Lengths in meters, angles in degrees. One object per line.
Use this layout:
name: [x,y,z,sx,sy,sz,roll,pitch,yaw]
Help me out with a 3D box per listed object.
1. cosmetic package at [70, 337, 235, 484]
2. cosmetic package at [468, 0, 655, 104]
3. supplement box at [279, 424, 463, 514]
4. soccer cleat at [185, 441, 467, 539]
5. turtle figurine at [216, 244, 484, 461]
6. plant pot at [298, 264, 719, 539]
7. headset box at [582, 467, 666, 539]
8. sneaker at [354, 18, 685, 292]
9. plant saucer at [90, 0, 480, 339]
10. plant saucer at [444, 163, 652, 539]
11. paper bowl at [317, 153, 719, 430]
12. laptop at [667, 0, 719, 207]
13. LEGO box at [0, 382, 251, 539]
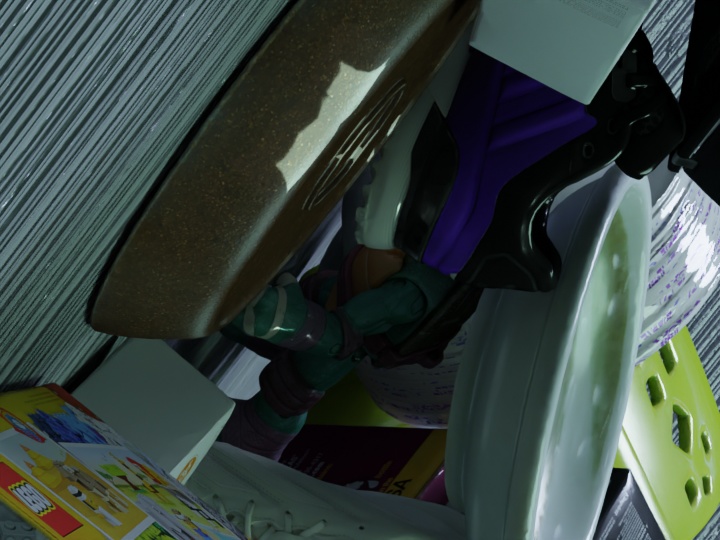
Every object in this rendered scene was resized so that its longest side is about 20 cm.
cosmetic package: [-0.120,0.112,0.898,0.083,0.051,0.200,-50,176,-46]
cosmetic package: [0.101,-0.159,0.732,0.201,0.052,0.151,-63,180,-5]
supplement box: [-0.026,0.154,1.181,0.199,0.131,0.103,-2,-145,41]
soccer cleat: [-0.032,0.115,1.008,0.078,0.199,0.070,-131,-128,-70]
turtle figurine: [0.000,0.000,1.013,0.200,0.101,0.150,-47,-179,43]
plant pot: [0.072,0.091,1.298,0.199,0.200,0.182,-18,-159,20]
headset box: [0.102,0.211,1.118,0.077,0.200,0.149,1,-137,39]
sneaker: [0.080,-0.083,0.887,0.201,0.099,0.070,-67,169,11]
plant saucer: [-0.013,-0.050,0.788,0.201,0.034,0.200,-52,176,-5]
plant saucer: [0.073,0.050,0.989,0.200,0.050,0.201,13,90,-76]
paper bowl: [0.071,-0.023,1.176,0.200,0.105,0.201,-23,-152,13]
laptop: [0.180,-0.069,0.852,0.187,0.115,0.201,101,-1,-82]
LEGO box: [-0.071,0.108,0.674,0.077,0.149,0.200,-52,177,2]
